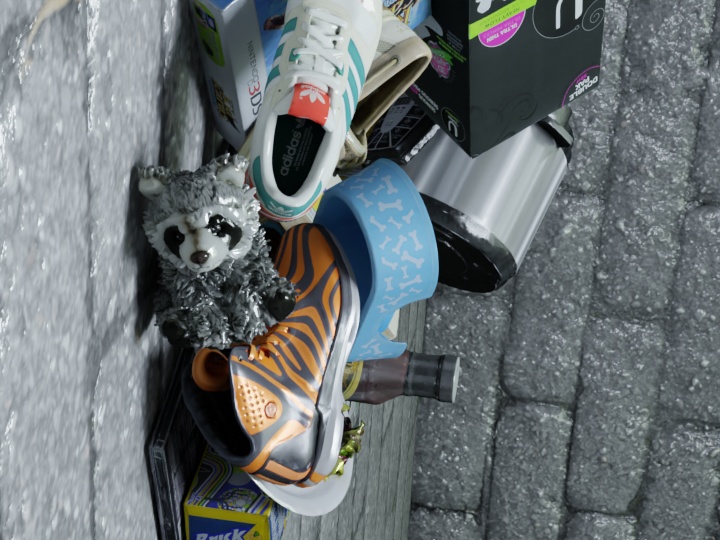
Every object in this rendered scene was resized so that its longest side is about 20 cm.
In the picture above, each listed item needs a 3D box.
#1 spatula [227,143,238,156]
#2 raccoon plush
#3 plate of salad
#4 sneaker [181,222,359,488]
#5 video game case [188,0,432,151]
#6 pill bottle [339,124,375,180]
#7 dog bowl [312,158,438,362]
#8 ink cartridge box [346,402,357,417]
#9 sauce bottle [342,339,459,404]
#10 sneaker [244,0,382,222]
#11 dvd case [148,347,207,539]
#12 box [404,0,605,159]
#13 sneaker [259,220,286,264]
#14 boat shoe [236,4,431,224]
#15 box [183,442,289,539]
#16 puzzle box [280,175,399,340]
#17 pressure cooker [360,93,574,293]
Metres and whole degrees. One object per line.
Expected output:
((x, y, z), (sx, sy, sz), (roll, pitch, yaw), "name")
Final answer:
((-0.086, -0.139, 1.395), (0.200, 0.020, 0.057), (-73, 162, -50), "spatula")
((-0.116, -0.035, 1.153), (0.200, 0.096, 0.135), (-136, -150, -60), "raccoon plush")
((-0.057, 0.090, 1.297), (0.200, 0.048, 0.201), (44, 31, -36), "plate of salad")
((-0.065, 0.049, 1.204), (0.112, 0.077, 0.201), (20, 60, -40), "sneaker")
((-0.031, -0.201, 1.244), (0.200, 0.045, 0.182), (-40, 156, -18), "video game case")
((-0.008, -0.138, 1.666), (0.113, 0.112, 0.201), (68, 29, -76), "pill bottle")
((0.000, 0.000, 1.292), (0.112, 0.049, 0.200), (62, -24, 22), "dog bowl")
((-0.048, 0.084, 1.663), (0.200, 0.084, 0.146), (-56, 151, -74), "ink cartridge box")
((-0.015, 0.080, 1.454), (0.066, 0.199, 0.066), (5, 90, -82), "sauce bottle")
((-0.027, -0.127, 1.126), (0.093, 0.070, 0.201), (-149, -104, -81), "sneaker")
((-0.128, 0.108, 1.309), (0.149, 0.016, 0.201), (89, 11, -45), "dvd case")
((0.113, -0.225, 1.403), (0.124, 0.148, 0.200), (48, -23, 33), "box")
((-0.067, -0.025, 1.452), (0.200, 0.076, 0.081), (-81, 166, -53), "sneaker")
((-0.026, -0.104, 1.265), (0.200, 0.065, 0.072), (-50, 159, 9), "boat shoe")
((-0.084, 0.149, 1.348), (0.200, 0.070, 0.065), (-73, 167, -56), "box")
((-0.029, -0.043, 1.441), (0.200, 0.025, 0.133), (54, 19, -19), "puzzle box")
((0.099, -0.102, 1.557), (0.201, 0.175, 0.179), (-61, 168, -16), "pressure cooker")
